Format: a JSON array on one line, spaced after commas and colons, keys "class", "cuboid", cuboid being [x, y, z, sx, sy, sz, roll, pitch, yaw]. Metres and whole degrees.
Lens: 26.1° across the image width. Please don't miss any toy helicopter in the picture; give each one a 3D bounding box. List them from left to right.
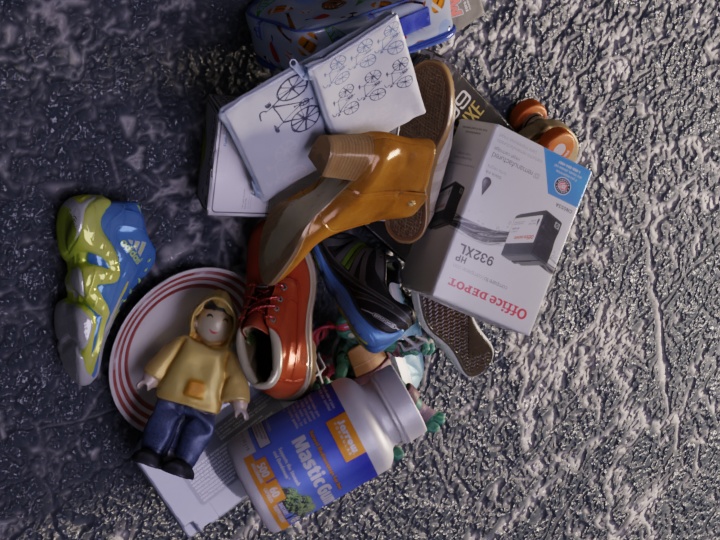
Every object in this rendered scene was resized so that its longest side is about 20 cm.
[{"class": "toy helicopter", "cuboid": [0.179, -0.098, 1.859, 0.199, 0.079, 0.132, -39, 140, 0]}]

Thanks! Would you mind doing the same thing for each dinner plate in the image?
[{"class": "dinner plate", "cuboid": [-0.189, 0.087, 1.698, 0.198, 0.024, 0.202, -17, 122, -29]}]

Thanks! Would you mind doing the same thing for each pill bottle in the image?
[{"class": "pill bottle", "cuboid": [-0.034, 0.184, 1.656, 0.198, 0.112, 0.113, -29, 128, -3]}]

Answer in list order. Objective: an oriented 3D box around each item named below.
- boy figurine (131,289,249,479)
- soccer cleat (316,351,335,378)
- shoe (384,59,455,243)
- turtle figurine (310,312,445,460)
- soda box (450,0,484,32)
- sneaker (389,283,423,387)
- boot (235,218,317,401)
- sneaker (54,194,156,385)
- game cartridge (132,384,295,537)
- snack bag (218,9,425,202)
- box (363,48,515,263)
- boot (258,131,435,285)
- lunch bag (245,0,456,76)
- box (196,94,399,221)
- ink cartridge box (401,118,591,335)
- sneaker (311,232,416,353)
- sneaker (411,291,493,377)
[{"class": "boy figurine", "cuboid": [-0.170, 0.119, 1.645, 0.123, 0.064, 0.202, 22, 84, 2]}, {"class": "soccer cleat", "cuboid": [-0.082, 0.181, 1.794, 0.200, 0.067, 0.077, -44, 116, -16]}, {"class": "shoe", "cuboid": [0.063, -0.132, 1.692, 0.053, 0.069, 0.203, -42, 144, -71]}, {"class": "turtle figurine", "cuboid": [0.015, 0.113, 1.752, 0.149, 0.101, 0.201, -28, 115, -1]}, {"class": "soda box", "cuboid": [0.066, -0.347, 1.641, 0.070, 0.063, 0.201, -35, 129, -17]}, {"class": "sneaker", "cuboid": [0.032, 0.058, 1.830, 0.082, 0.073, 0.202, -44, 133, -51]}, {"class": "boot", "cuboid": [-0.094, 0.035, 1.646, 0.107, 0.074, 0.203, 18, 63, -68]}, {"class": "sneaker", "cuboid": [-0.253, 0.019, 1.582, 0.104, 0.076, 0.202, -10, 117, -33]}, {"class": "game cartridge", "cuboid": [-0.146, 0.182, 1.709, 0.199, 0.040, 0.134, -36, 111, -13]}, {"class": "snack bag", "cuboid": [-0.035, -0.154, 1.514, 0.198, 0.022, 0.189, -29, 154, -4]}, {"class": "box", "cuboid": [0.068, -0.125, 1.762, 0.201, 0.050, 0.158, -52, 132, -2]}, {"class": "boot", "cuboid": [-0.011, -0.058, 1.598, 0.143, 0.071, 0.202, 4, 132, -35]}, {"class": "lunch bag", "cuboid": [-0.011, -0.247, 1.568, 0.198, 0.160, 0.076, -24, 120, -24]}, {"class": "box", "cuboid": [-0.066, -0.118, 1.625, 0.197, 0.060, 0.118, 0, 113, -18]}, {"class": "ink cartridge box", "cuboid": [0.150, -0.047, 1.733, 0.144, 0.084, 0.202, 22, 89, -29]}, {"class": "sneaker", "cuboid": [0.000, 0.000, 1.686, 0.082, 0.201, 0.071, -27, 146, -5]}, {"class": "sneaker", "cuboid": [0.091, 0.043, 1.838, 0.072, 0.085, 0.201, -35, 134, -11]}]
